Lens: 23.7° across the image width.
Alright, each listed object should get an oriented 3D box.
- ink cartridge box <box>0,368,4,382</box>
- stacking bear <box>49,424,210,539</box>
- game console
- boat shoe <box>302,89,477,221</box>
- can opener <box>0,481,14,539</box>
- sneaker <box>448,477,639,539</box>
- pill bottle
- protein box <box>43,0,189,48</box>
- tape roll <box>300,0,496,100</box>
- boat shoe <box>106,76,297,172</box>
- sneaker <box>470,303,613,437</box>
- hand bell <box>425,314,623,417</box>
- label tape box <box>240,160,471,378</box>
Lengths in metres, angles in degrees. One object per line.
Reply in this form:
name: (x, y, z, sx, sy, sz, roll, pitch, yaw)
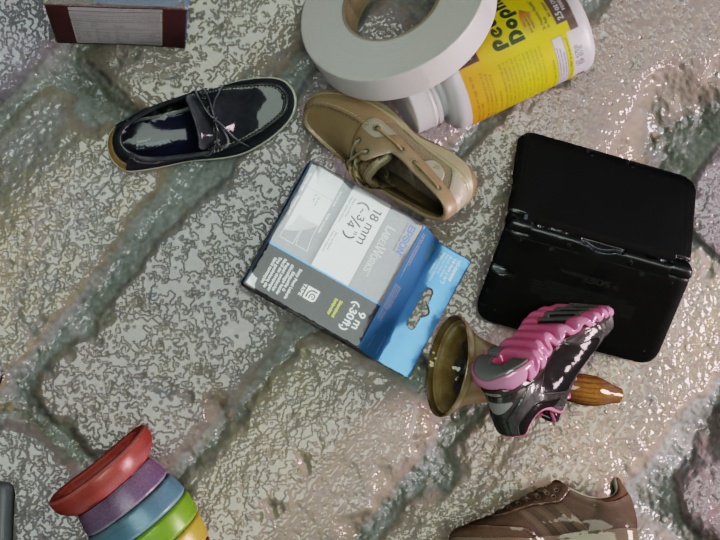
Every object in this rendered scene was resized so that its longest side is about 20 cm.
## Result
ink cartridge box: (-0.476, 0.159, 1.678, 0.199, 0.047, 0.198, 19, 86, -8)
stacking bear: (-0.196, 0.269, 1.680, 0.121, 0.114, 0.200, -39, 97, -7)
game console: (0.237, -0.023, 1.793, 0.199, 0.116, 0.176, 15, 115, -6)
boat shoe: (0.019, -0.116, 1.713, 0.200, 0.071, 0.065, 29, 43, 18)
can opener: (-0.367, 0.308, 1.681, 0.052, 0.066, 0.201, 1, 78, -9)
sneaker: (0.183, 0.255, 1.757, 0.199, 0.070, 0.076, -1, 68, -11)
pill bottle: (0.129, -0.215, 1.742, 0.200, 0.109, 0.110, -26, 91, -8)
protein box: (-0.230, -0.331, 1.655, 0.134, 0.200, 0.199, 2, 87, -7)
tape roll: (0.038, -0.261, 1.709, 0.202, 0.037, 0.203, -13, 55, 19)
boat shoe: (-0.157, -0.147, 1.726, 0.199, 0.062, 0.075, -16, 87, -9)
sneaker: (0.186, 0.098, 1.694, 0.200, 0.079, 0.096, -31, 112, -40)
hand bell: (0.178, 0.114, 1.757, 0.199, 0.104, 0.105, 12, 86, -20)
label tape box: (0.000, 0.000, 1.738, 0.200, 0.063, 0.145, 29, 84, -5)
